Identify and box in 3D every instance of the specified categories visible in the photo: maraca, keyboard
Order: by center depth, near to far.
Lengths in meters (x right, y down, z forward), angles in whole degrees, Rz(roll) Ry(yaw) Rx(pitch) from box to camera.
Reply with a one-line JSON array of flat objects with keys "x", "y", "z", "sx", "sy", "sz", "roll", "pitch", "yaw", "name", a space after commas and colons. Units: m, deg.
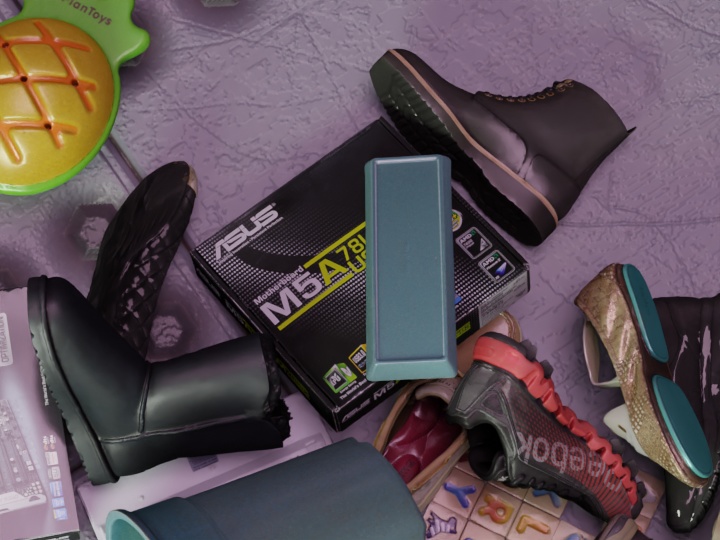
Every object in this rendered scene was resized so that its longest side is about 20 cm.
[{"x": -0.121, "y": 0.156, "z": 1.750, "sx": 0.200, "sy": 0.011, "sz": 0.056, "roll": -22, "pitch": 73, "yaw": -12, "name": "keyboard"}, {"x": -0.253, "y": -0.151, "z": 1.771, "sx": 0.137, "sy": 0.107, "sz": 0.200, "roll": 28, "pitch": 73, "yaw": 3, "name": "maraca"}]

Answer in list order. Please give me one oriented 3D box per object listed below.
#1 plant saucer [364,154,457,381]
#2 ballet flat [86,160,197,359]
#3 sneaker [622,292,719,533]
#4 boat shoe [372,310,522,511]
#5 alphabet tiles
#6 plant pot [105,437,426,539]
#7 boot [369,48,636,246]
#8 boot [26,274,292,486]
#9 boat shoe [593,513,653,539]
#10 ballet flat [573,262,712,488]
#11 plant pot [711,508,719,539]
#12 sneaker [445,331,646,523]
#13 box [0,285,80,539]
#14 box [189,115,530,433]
[{"x": 0.038, "y": -0.007, "z": 1.725, "sx": 0.070, "sy": 0.019, "sz": 0.200, "roll": -3, "pitch": 58, "yaw": 4, "name": "plant saucer"}, {"x": -0.177, "y": 0.004, "z": 1.773, "sx": 0.066, "sy": 0.057, "sz": 0.200, "roll": 5, "pitch": 66, "yaw": 39, "name": "ballet flat"}, {"x": 0.250, "y": 0.113, "z": 1.779, "sx": 0.091, "sy": 0.076, "sz": 0.200, "roll": 5, "pitch": 67, "yaw": 5, "name": "sneaker"}, {"x": 0.068, "y": 0.108, "z": 1.750, "sx": 0.074, "sy": 0.066, "sz": 0.200, "roll": 27, "pitch": 72, "yaw": 11, "name": "boat shoe"}, {"x": 0.130, "y": 0.219, "z": 1.760, "sx": 0.167, "sy": 0.008, "sz": 0.200, "roll": 26, "pitch": 73, "yaw": 1, "name": "alphabet tiles"}, {"x": -0.057, "y": 0.229, "z": 1.649, "sx": 0.196, "sy": 0.200, "sz": 0.200, "roll": -24, "pitch": 78, "yaw": -20, "name": "plant pot"}, {"x": 0.117, "y": -0.135, "z": 1.833, "sx": 0.200, "sy": 0.077, "sz": 0.138, "roll": 47, "pitch": 70, "yaw": -6, "name": "boot"}, {"x": -0.148, "y": 0.068, "z": 1.677, "sx": 0.168, "sy": 0.200, "sz": 0.076, "roll": -15, "pitch": 35, "yaw": 4, "name": "boot"}, {"x": 0.175, "y": 0.273, "z": 1.671, "sx": 0.073, "sy": 0.075, "sz": 0.200, "roll": 34, "pitch": 60, "yaw": 6, "name": "boat shoe"}, {"x": 0.216, "y": 0.090, "z": 1.732, "sx": 0.065, "sy": 0.070, "sz": 0.200, "roll": -31, "pitch": 55, "yaw": 25, "name": "ballet flat"}, {"x": 0.366, "y": 0.192, "z": 1.701, "sx": 0.177, "sy": 0.200, "sz": 0.200, "roll": 15, "pitch": 67, "yaw": 13, "name": "plant pot"}, {"x": 0.139, "y": 0.142, "z": 1.718, "sx": 0.200, "sy": 0.071, "sz": 0.098, "roll": 47, "pitch": 71, "yaw": -23, "name": "sneaker"}, {"x": -0.309, "y": 0.121, "z": 1.716, "sx": 0.157, "sy": 0.050, "sz": 0.200, "roll": -8, "pitch": 75, "yaw": -8, "name": "box"}, {"x": 0.000, "y": 0.000, "z": 1.761, "sx": 0.200, "sy": 0.048, "sz": 0.193, "roll": -35, "pitch": 64, "yaw": -14, "name": "box"}]
